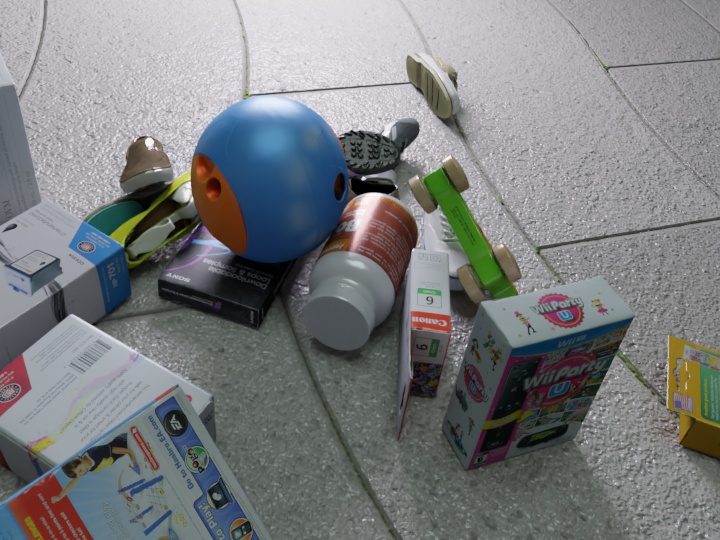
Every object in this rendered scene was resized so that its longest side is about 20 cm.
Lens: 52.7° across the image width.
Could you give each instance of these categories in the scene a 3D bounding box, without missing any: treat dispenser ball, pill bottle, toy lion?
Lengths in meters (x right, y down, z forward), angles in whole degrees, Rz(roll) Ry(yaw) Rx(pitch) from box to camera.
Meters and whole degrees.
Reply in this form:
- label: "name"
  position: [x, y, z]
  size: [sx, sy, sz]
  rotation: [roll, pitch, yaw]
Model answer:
- label: "treat dispenser ball"
  position: [-0.112, -0.112, 0.905]
  size: [0.196, 0.204, 0.203]
  rotation: [4, 42, -4]
- label: "pill bottle"
  position: [0.000, 0.000, 0.918]
  size: [0.110, 0.114, 0.201]
  rotation: [16, 42, 9]
- label: "toy lion"
  position: [0.150, -0.027, 0.919]
  size: [0.068, 0.191, 0.203]
  rotation: [-30, 73, 12]

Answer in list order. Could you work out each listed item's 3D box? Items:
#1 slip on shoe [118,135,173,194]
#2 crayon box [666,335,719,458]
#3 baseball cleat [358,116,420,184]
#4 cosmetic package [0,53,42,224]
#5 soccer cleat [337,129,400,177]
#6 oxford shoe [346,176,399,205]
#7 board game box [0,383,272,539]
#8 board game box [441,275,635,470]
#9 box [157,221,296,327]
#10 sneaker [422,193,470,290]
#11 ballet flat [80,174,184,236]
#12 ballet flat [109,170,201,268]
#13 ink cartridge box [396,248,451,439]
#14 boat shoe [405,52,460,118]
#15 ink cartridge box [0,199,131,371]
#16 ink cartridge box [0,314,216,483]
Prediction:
- label: "slip on shoe"
  position: [-0.299, -0.151, 1.011]
  size: [0.075, 0.062, 0.200]
  rotation: [-17, 17, -5]
- label: "crayon box"
  position: [0.450, 0.165, 0.855]
  size: [0.196, 0.052, 0.127]
  rotation: [18, 43, 10]
- label: "baseball cleat"
  position: [0.040, -0.172, 1.157]
  size: [0.199, 0.070, 0.106]
  rotation: [-35, 62, -25]
- label: "cosmetic package"
  position: [-0.540, -0.159, 0.941]
  size: [0.197, 0.202, 0.123]
  rotation: [-18, 47, -26]
- label: "soccer cleat"
  position: [-0.038, -0.160, 1.078]
  size: [0.195, 0.073, 0.070]
  rotation: [-6, 73, 0]
- label: "oxford shoe"
  position: [-0.038, -0.109, 1.059]
  size: [0.195, 0.076, 0.071]
  rotation: [3, 44, -4]
- label: "board game box"
  position: [-0.184, 0.235, 0.596]
  size: [0.195, 0.056, 0.202]
  rotation: [-32, 93, -37]
- label: "board game box"
  position: [0.178, 0.110, 0.759]
  size: [0.145, 0.203, 0.065]
  rotation: [-11, 44, -20]
- label: "box"
  position: [-0.162, -0.020, 0.973]
  size: [0.140, 0.037, 0.202]
  rotation: [16, 44, 8]
- label: "sneaker"
  position: [0.121, -0.060, 1.033]
  size: [0.071, 0.072, 0.202]
  rotation: [0, 43, -8]
- label: "ballet flat"
  position: [-0.306, -0.079, 1.009]
  size: [0.198, 0.069, 0.062]
  rotation: [-28, 25, -38]
- label: "ballet flat"
  position: [-0.252, -0.069, 0.969]
  size: [0.200, 0.067, 0.066]
  rotation: [-44, 26, -28]
- label: "ink cartridge box"
  position: [0.073, 0.083, 0.841]
  size: [0.049, 0.110, 0.202]
  rotation: [6, 42, -1]
- label: "boat shoe"
  position: [0.149, -0.355, 1.359]
  size: [0.067, 0.076, 0.202]
  rotation: [-12, 44, -13]
- label: "ink cartridge box"
  position: [-0.394, 0.022, 0.853]
  size: [0.145, 0.087, 0.200]
  rotation: [27, 44, 20]
- label: "ink cartridge box"
  position: [-0.264, 0.155, 0.729]
  size: [0.197, 0.084, 0.146]
  rotation: [25, 45, 18]
